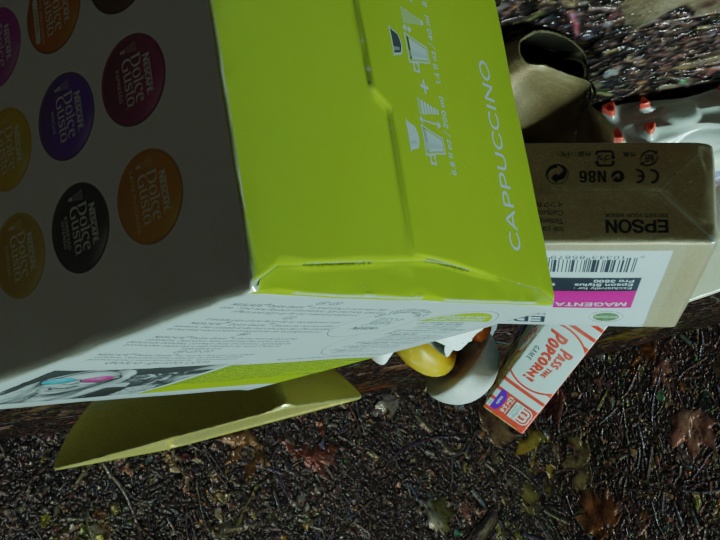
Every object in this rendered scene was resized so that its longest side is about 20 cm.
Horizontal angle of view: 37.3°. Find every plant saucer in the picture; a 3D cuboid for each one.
[{"bbox_3d":[-0.120,0.108,0.866,0.198,0.049,0.200,-17,171,14],"label":"plant saucer"}]

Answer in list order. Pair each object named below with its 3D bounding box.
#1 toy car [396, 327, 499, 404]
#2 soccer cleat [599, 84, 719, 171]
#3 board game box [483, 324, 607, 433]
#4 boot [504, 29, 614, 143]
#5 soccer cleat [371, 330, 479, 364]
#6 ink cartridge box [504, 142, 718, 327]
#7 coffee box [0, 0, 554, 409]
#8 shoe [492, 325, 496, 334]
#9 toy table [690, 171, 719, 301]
[{"bbox_3d":[0.078,0.014,1.037,0.150,0.175,0.200,-44,-163,16],"label":"toy car"},{"bbox_3d":[0.278,-0.108,0.854,0.198,0.070,0.078,-4,150,8],"label":"soccer cleat"},{"bbox_3d":[0.191,0.042,0.997,0.152,0.046,0.200,-58,175,29],"label":"board game box"},{"bbox_3d":[0.138,-0.112,0.735,0.075,0.074,0.199,-29,158,32],"label":"boot"},{"bbox_3d":[0.088,0.026,0.889,0.198,0.086,0.069,-9,-159,-25],"label":"soccer cleat"},{"bbox_3d":[0.132,-0.020,0.743,0.198,0.076,0.165,0,158,8],"label":"ink cartridge box"},{"bbox_3d":[-0.061,-0.059,0.454,0.197,0.202,0.199,-18,166,35],"label":"coffee box"},{"bbox_3d":[0.113,0.043,1.231,0.090,0.072,0.200,9,-158,10],"label":"shoe"},{"bbox_3d":[0.375,-0.051,1.036,0.199,0.118,0.184,-23,168,18],"label":"toy table"}]
